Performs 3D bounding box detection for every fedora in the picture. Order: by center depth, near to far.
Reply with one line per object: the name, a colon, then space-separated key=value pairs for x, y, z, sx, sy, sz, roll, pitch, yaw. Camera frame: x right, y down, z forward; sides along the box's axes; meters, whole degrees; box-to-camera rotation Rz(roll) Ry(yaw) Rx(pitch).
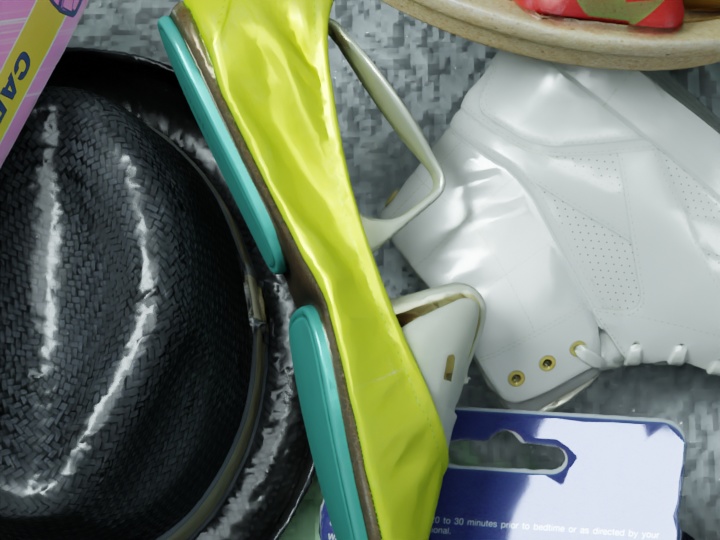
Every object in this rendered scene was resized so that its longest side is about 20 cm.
fedora: x=-0.098 y=0.016 z=0.897 sx=0.200 sy=0.092 sz=0.201 roll=0 pitch=76 yaw=1

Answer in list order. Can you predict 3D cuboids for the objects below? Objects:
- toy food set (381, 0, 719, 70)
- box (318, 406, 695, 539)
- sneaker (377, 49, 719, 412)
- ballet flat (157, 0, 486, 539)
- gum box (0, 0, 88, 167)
toy food set: x=0.061 y=-0.129 z=0.905 sx=0.198 sy=0.049 sz=0.200 roll=-17 pitch=44 yaw=-39
box: x=0.038 y=0.143 z=0.877 sx=0.121 sy=0.032 sz=0.200 roll=2 pitch=77 yaw=22
sneaker: x=0.101 y=0.016 z=0.915 sx=0.200 sy=0.074 sz=0.116 roll=40 pitch=100 yaw=-1
ballet flat: x=0.000 y=0.000 z=0.866 sx=0.067 sy=0.067 sz=0.200 roll=-19 pitch=88 yaw=-9
gum box: x=-0.161 y=-0.055 z=0.824 sx=0.066 sy=0.113 sz=0.200 roll=12 pitch=70 yaw=38
